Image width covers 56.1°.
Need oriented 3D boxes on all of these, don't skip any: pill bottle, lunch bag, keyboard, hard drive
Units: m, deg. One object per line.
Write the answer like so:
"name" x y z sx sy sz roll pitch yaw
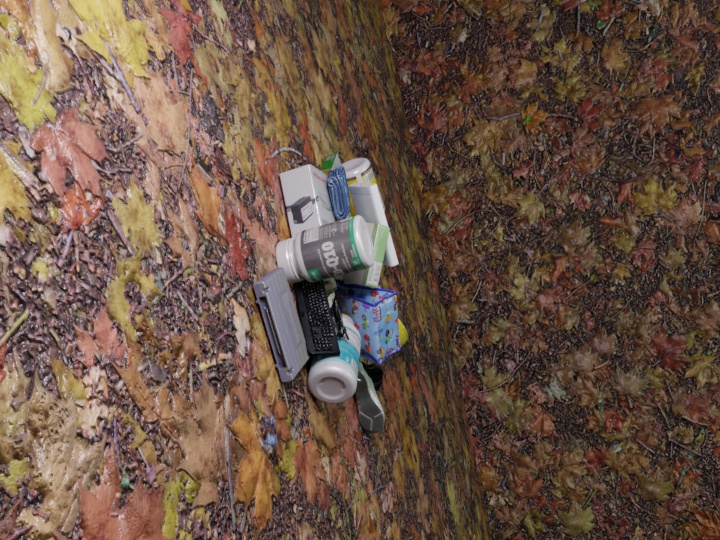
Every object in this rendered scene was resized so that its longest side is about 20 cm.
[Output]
"pill bottle" -0.055 0.190 1.523 0.202 0.108 0.113 -83 155 -53
"pill bottle" -0.076 -0.040 1.466 0.113 0.195 0.116 -14 90 -75
"lunch bag" -0.008 0.120 1.643 0.093 0.197 0.155 -25 117 -44
"keyboard" -0.081 0.090 1.479 0.040 0.102 0.204 -57 -142 44
"pill bottle" 0.004 -0.209 1.932 0.110 0.106 0.204 -77 150 -60
"hard drive" 0.030 -0.115 1.684 0.131 0.026 0.205 18 -53 64

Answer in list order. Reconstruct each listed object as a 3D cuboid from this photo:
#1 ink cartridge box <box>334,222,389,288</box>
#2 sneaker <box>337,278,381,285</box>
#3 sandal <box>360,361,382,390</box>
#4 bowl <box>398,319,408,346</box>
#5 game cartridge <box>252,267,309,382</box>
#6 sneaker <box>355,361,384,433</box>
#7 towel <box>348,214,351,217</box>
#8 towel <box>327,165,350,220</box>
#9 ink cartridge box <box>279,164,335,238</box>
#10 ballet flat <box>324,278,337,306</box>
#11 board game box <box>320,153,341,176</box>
"ink cartridge box" -0.019 -0.044 1.653 0.047 0.197 0.150 13 88 -41
"sneaker" 0.000 0.001 1.733 0.080 0.113 0.205 25 61 -54
"sandal" 0.033 0.296 1.891 0.200 0.042 0.078 31 47 -70
"bowl" 0.021 0.160 1.796 0.108 0.198 0.202 -48 138 -19
"game cartridge" -0.158 0.106 1.361 0.130 0.037 0.205 -56 132 -76
"sneaker" 0.018 0.327 1.762 0.081 0.069 0.205 -71 145 -68
"towel" -0.024 -0.046 1.834 0.155 0.023 0.200 -63 144 -16
"towel" -0.052 -0.199 1.723 0.200 0.047 0.115 -99 178 -74
"ink cartridge box" -0.117 -0.132 1.613 0.145 0.082 0.206 12 66 -76
"ballet flat" -0.090 0.052 1.594 0.203 0.065 0.069 -85 157 -50
"board game box" -0.062 -0.218 1.979 0.154 0.039 0.204 -78 151 -58
